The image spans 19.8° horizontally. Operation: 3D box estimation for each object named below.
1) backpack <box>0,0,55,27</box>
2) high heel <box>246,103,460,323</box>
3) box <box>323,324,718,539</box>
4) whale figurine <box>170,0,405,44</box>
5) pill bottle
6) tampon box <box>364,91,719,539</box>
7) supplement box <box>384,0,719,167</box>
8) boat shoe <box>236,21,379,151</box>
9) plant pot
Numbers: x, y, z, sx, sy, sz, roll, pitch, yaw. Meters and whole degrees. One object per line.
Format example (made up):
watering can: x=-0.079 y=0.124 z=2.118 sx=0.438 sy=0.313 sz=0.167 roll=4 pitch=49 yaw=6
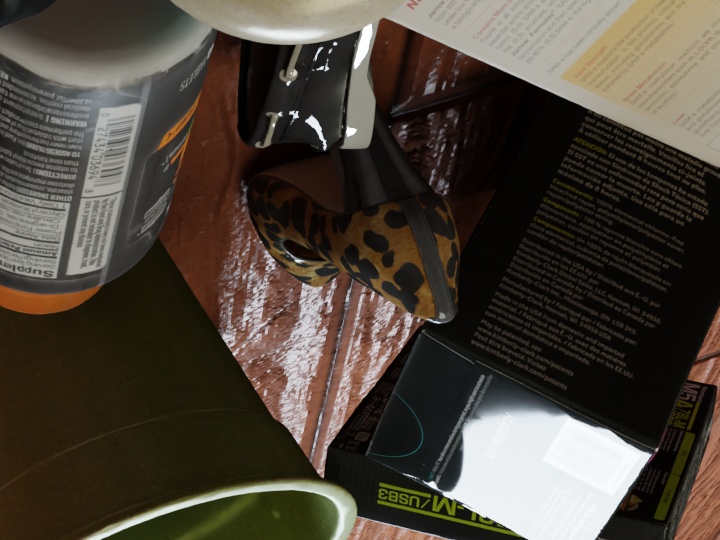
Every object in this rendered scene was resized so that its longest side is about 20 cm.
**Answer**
backpack: x=-0.185 y=-0.128 z=0.607 sx=0.163 sy=0.154 sz=0.200 roll=-21 pitch=177 yaw=-3
high heel: x=0.000 y=0.000 z=1.014 sx=0.071 sy=0.143 sz=0.200 roll=-18 pitch=155 yaw=-15
box: x=0.097 y=0.101 z=1.193 sx=0.200 sy=0.193 sz=0.048 roll=-49 pitch=150 yaw=-64
whale figurine: x=-0.004 y=-0.173 z=0.712 sx=0.200 sy=0.159 sz=0.104 roll=-51 pitch=-168 yaw=4
pill bottle: x=-0.121 y=-0.061 z=0.823 sx=0.106 sy=0.106 sz=0.200 roll=-14 pitch=154 yaw=-23
tampon box: x=0.112 y=0.017 z=1.060 sx=0.200 sy=0.126 sz=0.150 roll=-60 pitch=174 yaw=-31
supplement box: x=0.120 y=-0.133 z=0.862 sx=0.200 sy=0.074 sz=0.126 roll=21 pitch=134 yaw=-27
boat shoe: x=-0.025 y=-0.118 z=0.844 sx=0.060 sy=0.074 sz=0.200 roll=-7 pitch=150 yaw=-6
plant pot: x=-0.130 y=0.069 z=0.973 sx=0.199 sy=0.190 sz=0.200 roll=-21 pitch=156 yaw=-10
